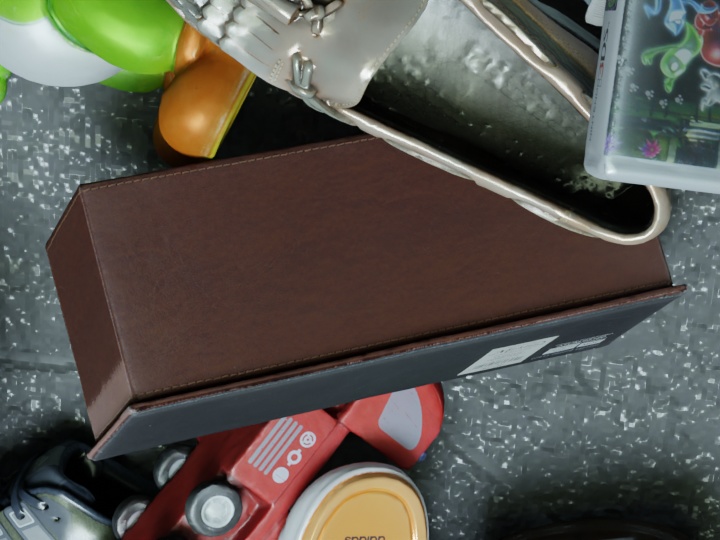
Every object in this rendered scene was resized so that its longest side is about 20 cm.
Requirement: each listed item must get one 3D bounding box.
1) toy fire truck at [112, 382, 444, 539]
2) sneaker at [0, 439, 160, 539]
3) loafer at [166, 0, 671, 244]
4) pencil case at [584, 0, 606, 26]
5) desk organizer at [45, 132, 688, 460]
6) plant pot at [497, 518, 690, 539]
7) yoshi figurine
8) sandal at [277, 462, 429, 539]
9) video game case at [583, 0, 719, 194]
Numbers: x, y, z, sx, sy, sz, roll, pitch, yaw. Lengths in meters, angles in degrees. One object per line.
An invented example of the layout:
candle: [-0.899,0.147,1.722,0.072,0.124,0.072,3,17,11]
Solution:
toy fire truck: [-0.022,0.119,0.845,0.141,0.049,0.200,40,88,-27]
sneaker: [-0.135,0.105,0.883,0.199,0.074,0.081,2,113,-3]
loafer: [0.017,-0.070,0.695,0.200,0.063,0.072,27,112,-21]
pencil case: [0.140,-0.078,0.729,0.200,0.091,0.083,37,117,-14]
desk organizer: [0.000,0.000,0.766,0.199,0.072,0.077,-11,77,-20]
plant pot: [0.093,0.204,0.859,0.186,0.187,0.201,-6,104,10]
yoshi figurine: [-0.135,-0.087,0.749,0.200,0.112,0.113,28,125,-6]
sandal: [-0.008,0.174,0.806,0.079,0.059,0.207,0,105,-24]
video game case: [0.175,-0.106,0.681,0.199,0.023,0.182,7,94,-13]
